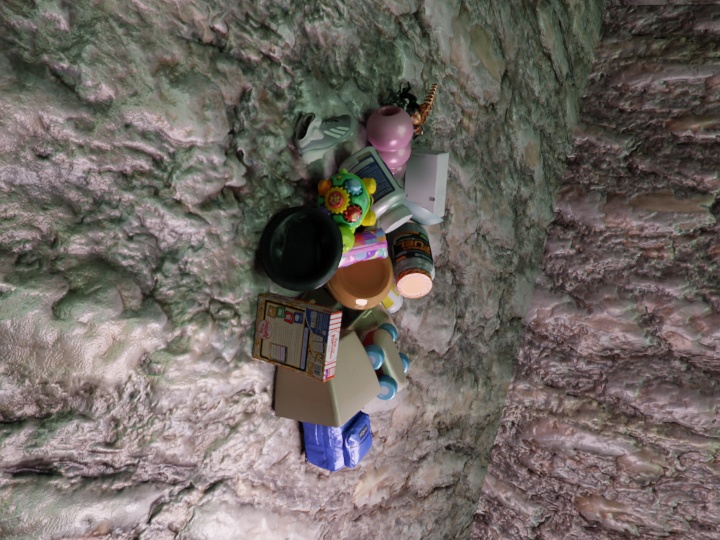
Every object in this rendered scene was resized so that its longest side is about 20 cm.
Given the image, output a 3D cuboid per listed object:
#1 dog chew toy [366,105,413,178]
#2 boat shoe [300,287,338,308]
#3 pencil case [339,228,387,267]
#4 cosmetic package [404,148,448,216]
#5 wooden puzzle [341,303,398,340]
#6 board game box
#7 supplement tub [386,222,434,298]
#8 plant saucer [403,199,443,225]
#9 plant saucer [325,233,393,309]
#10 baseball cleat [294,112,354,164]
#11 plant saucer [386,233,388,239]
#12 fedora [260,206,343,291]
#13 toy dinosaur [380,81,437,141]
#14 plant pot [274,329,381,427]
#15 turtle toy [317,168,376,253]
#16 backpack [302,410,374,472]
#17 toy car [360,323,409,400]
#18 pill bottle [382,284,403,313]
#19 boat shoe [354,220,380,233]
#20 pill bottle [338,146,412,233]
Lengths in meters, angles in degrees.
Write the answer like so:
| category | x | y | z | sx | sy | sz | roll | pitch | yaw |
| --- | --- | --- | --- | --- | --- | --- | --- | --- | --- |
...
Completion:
| category | x | y | z | sx | sy | sz | roll | pitch | yaw |
| --- | --- | --- | --- | --- | --- | --- | --- | --- | --- |
| dog chew toy | 0.080 | -0.331 | 1.665 | 0.125 | 0.124 | 0.200 | -49 | 145 | -40 |
| boat shoe | -0.127 | 0.098 | 1.541 | 0.075 | 0.075 | 0.202 | -50 | 168 | 25 |
| pencil case | -0.027 | -0.050 | 1.545 | 0.200 | 0.088 | 0.089 | -15 | 117 | -28 |
| cosmetic package | 0.197 | -0.263 | 1.896 | 0.081 | 0.113 | 0.201 | -28 | 123 | -53 |
| wooden puzzle | -0.001 | 0.186 | 1.758 | 0.200 | 0.046 | 0.185 | -42 | 141 | -8 |
| board game box | -0.143 | 0.143 | 1.381 | 0.046 | 0.200 | 0.152 | -9 | 109 | -59 |
| supplement tub | 0.139 | -0.028 | 1.727 | 0.200 | 0.122 | 0.123 | -94 | 168 | -45 |
| plant saucer | 0.134 | -0.166 | 1.745 | 0.201 | 0.201 | 0.039 | 20 | 96 | -60 |
| plant saucer | 0.000 | 0.000 | 1.613 | 0.200 | 0.037 | 0.201 | 6 | 76 | -25 |
| baseball cleat | -0.079 | -0.329 | 1.440 | 0.200 | 0.070 | 0.107 | -53 | 142 | -37 |
| plant saucer | 0.091 | -0.104 | 1.850 | 0.200 | 0.035 | 0.201 | -31 | 127 | -52 |
| fedora | -0.132 | -0.040 | 1.407 | 0.092 | 0.200 | 0.201 | 108 | 5 | -72 |
| toy dinosaur | 0.139 | -0.432 | 1.697 | 0.200 | 0.136 | 0.102 | -41 | 176 | 19 |
| plant pot | -0.091 | 0.246 | 1.535 | 0.200 | 0.199 | 0.178 | -29 | 114 | -53 |
| turtle toy | -0.042 | -0.139 | 1.467 | 0.101 | 0.145 | 0.201 | -5 | 95 | -71 |
| backpack | -0.058 | 0.409 | 1.666 | 0.163 | 0.167 | 0.200 | -47 | 135 | -52 |
| toy car | 0.007 | 0.262 | 1.695 | 0.177 | 0.200 | 0.184 | 67 | 21 | -10 |
| pill bottle | 0.049 | 0.050 | 1.762 | 0.200 | 0.111 | 0.112 | 46 | 62 | -55 |
| boat shoe | 0.023 | -0.181 | 1.670 | 0.072 | 0.076 | 0.201 | -7 | 105 | -55 |
| pill bottle | 0.041 | -0.198 | 1.556 | 0.200 | 0.111 | 0.111 | 57 | 35 | 6 |
